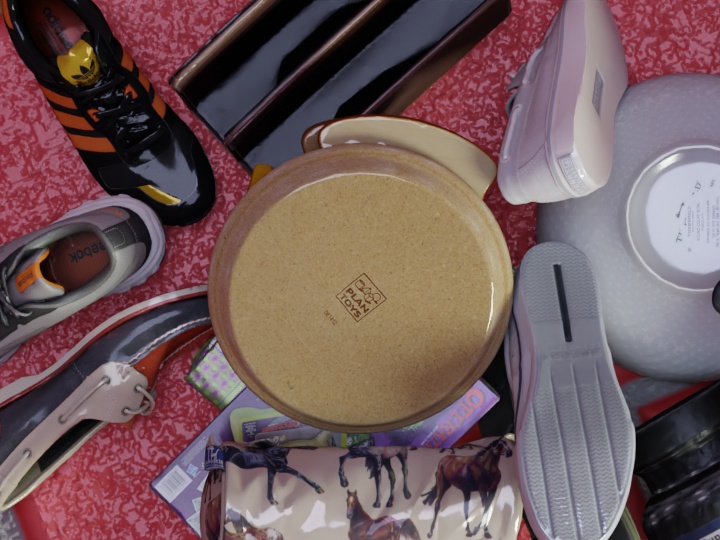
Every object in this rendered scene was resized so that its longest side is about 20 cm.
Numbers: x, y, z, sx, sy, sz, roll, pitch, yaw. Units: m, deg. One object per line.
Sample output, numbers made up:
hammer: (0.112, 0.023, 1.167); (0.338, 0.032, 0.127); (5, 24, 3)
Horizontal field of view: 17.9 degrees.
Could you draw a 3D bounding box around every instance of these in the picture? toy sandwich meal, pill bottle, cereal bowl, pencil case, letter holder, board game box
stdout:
toy sandwich meal: (0.000, 0.000, 1.401); (0.205, 0.070, 0.205); (0, 108, -1)
pill bottle: (0.245, 0.171, 1.416); (0.112, 0.112, 0.200); (-31, 85, 0)
cereal bowl: (0.210, -0.030, 1.446); (0.200, 0.083, 0.200); (0, 85, 3)
pencil case: (0.002, 0.139, 1.392); (0.200, 0.078, 0.089); (-1, 68, -7)
letter holder: (-0.010, -0.144, 1.434); (0.200, 0.142, 0.101); (-42, 85, -1)
board game box: (-0.023, 0.108, 1.453); (0.200, 0.032, 0.120); (-44, 84, 5)

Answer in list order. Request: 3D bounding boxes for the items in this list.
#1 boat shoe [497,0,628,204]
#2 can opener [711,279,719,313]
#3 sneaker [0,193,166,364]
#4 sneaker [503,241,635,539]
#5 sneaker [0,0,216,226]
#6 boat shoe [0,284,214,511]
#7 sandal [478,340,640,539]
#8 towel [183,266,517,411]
boat shoe: (0.122, -0.108, 1.423); (0.068, 0.200, 0.072); (-16, 129, 23)
can opener: (0.294, -0.015, 1.339); (0.200, 0.063, 0.079); (-23, 102, -28)
sneaker: (-0.222, 0.012, 1.458); (0.200, 0.079, 0.074); (-29, 89, 14)
sneaker: (0.125, 0.083, 1.386); (0.073, 0.071, 0.200); (2, 62, -1)
sneaker: (-0.168, -0.111, 1.465); (0.070, 0.090, 0.200); (-36, 85, 0)
boat shoe: (-0.166, 0.078, 1.459); (0.200, 0.071, 0.063); (-32, 70, 6)
sandal: (0.130, 0.126, 1.449); (0.080, 0.057, 0.201); (-23, 69, 22)
towel: (0.000, 0.036, 1.482); (0.144, 0.023, 0.200); (40, 89, 4)
